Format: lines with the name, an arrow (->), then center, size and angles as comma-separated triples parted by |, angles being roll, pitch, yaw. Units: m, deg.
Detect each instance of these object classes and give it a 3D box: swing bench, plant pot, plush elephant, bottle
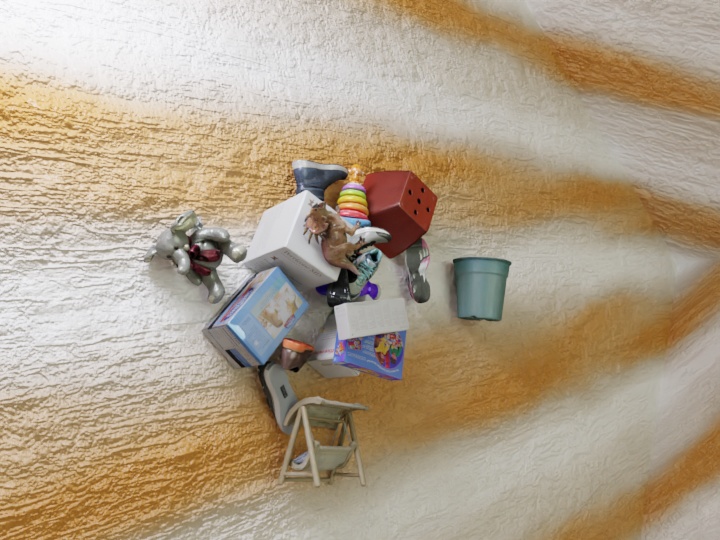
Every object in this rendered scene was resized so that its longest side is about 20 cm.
swing bench -> -0.085, 0.420, 1.395 | 0.198, 0.129, 0.203 | 25, 60, -49
plant pot -> 0.115, -0.186, 1.720 | 0.199, 0.175, 0.201 | 38, 56, -28
plush elephant -> -0.374, -0.042, 1.252 | 0.201, 0.165, 0.154 | 52, 29, 18
bottle -> -0.029, 0.048, 1.592 | 0.199, 0.083, 0.066 | 12, 83, -41
plant pot -> 0.405, 0.067, 1.925 | 0.199, 0.199, 0.199 | 10, 81, -40

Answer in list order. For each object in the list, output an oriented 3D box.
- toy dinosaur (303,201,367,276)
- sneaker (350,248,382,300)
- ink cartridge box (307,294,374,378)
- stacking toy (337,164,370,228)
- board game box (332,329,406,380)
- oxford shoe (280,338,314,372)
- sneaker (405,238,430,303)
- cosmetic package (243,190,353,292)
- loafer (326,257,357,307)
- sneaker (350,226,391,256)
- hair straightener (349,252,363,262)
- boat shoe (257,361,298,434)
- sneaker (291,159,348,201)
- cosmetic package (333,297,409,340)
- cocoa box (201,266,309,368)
toy dinosaur -> -0.066, -0.070, 1.319 | 0.135, 0.085, 0.202 | -27, 109, -35
sneaker -> 0.000, 0.000, 1.519 | 0.078, 0.086, 0.200 | 43, 38, -9
ink cartridge box -> -0.037, 0.177, 1.509 | 0.088, 0.145, 0.201 | 46, 53, -23
stacking toy -> -0.022, -0.207, 1.623 | 0.114, 0.110, 0.203 | 6, 76, -3
board game box -> 0.027, 0.187, 1.433 | 0.199, 0.045, 0.136 | 25, 63, -36
oxford shoe -> -0.162, 0.208, 1.391 | 0.200, 0.070, 0.073 | 56, 50, -79
sneaker -> 0.168, 0.000, 1.786 | 0.079, 0.086, 0.203 | 1, 88, -13
cosmetic package -> -0.155, -0.065, 1.425 | 0.167, 0.199, 0.168 | 35, 58, -30
loafer -> -0.041, 0.011, 1.440 | 0.069, 0.069, 0.202 | 87, 6, -47
sneaker -> -0.011, -0.073, 1.567 | 0.197, 0.074, 0.080 | -7, 77, -4
hair straightener -> -0.034, -0.025, 1.634 | 0.199, 0.041, 0.078 | 23, 64, -37
boat shoe -> -0.198, 0.304, 1.383 | 0.068, 0.056, 0.202 | -33, 120, -41
sneaker -> -0.106, -0.225, 1.597 | 0.201, 0.076, 0.148 | -4, 87, -47
cosmetic package -> 0.029, 0.117, 1.388 | 0.198, 0.050, 0.084 | -2, 78, -42
cocoa box -> -0.244, 0.111, 1.345 | 0.134, 0.130, 0.201 | 52, 51, -20
